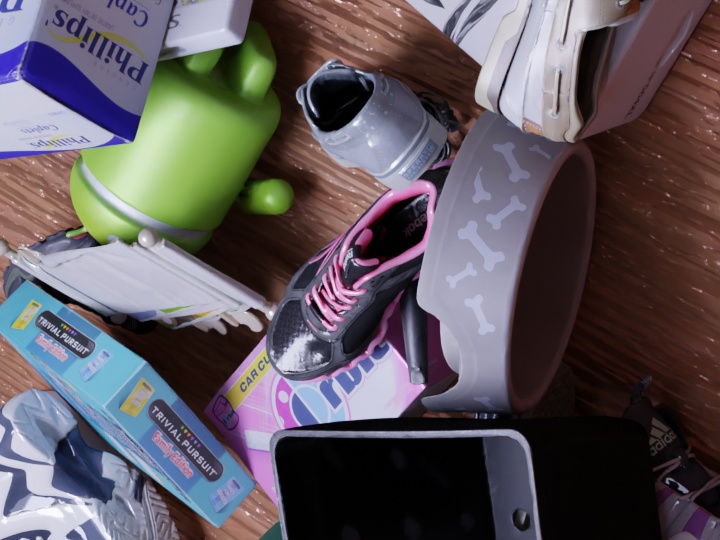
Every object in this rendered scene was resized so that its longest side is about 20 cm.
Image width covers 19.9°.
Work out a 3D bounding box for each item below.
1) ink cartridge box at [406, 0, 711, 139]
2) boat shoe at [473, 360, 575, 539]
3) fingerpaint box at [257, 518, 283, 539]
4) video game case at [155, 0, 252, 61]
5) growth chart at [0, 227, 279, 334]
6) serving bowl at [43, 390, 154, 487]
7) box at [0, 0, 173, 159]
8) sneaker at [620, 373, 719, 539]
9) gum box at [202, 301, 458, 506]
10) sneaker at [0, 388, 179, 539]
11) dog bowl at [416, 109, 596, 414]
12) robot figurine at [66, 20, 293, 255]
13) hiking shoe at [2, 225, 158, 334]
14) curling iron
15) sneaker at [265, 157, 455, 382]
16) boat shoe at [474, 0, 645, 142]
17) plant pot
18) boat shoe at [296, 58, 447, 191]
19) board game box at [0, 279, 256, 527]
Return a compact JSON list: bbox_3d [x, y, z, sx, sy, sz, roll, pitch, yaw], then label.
[{"bbox_3d":[0.113,-0.200,1.271,0.200,0.084,0.147,42,127,20],"label":"ink cartridge box"},{"bbox_3d":[0.106,0.149,1.413,0.062,0.074,0.202,16,111,41],"label":"boat shoe"},{"bbox_3d":[-0.006,0.234,1.432,0.073,0.167,0.201,29,142,28],"label":"fingerpaint box"},{"bbox_3d":[-0.131,-0.236,1.423,0.181,0.023,0.201,-6,63,40],"label":"video game case"},{"bbox_3d":[-0.159,0.011,1.486,0.199,0.144,0.018,-4,59,46],"label":"growth chart"},{"bbox_3d":[-0.260,0.206,1.735,0.199,0.066,0.202,14,113,35],"label":"serving bowl"},{"bbox_3d":[-0.224,-0.188,1.392,0.183,0.105,0.201,-4,66,42],"label":"box"},{"bbox_3d":[0.205,0.134,1.320,0.199,0.078,0.141,0,106,39],"label":"sneaker"},{"bbox_3d":[-0.021,0.087,1.495,0.114,0.066,0.200,50,129,12],"label":"gum box"},{"bbox_3d":[-0.242,0.200,1.644,0.199,0.080,0.129,44,128,-15],"label":"sneaker"},{"bbox_3d":[0.096,-0.001,1.291,0.058,0.200,0.202,13,114,19],"label":"dog bowl"},{"bbox_3d":[-0.134,-0.091,1.477,0.201,0.175,0.116,-57,28,21],"label":"robot figurine"},{"bbox_3d":[-0.206,0.011,1.613,0.199,0.076,0.101,-28,84,41],"label":"hiking shoe"},{"bbox_3d":[0.039,-0.023,1.394,0.049,0.025,0.202,1,87,46],"label":"curling iron"},{"bbox_3d":[0.000,0.000,1.350,0.200,0.095,0.079,-45,76,20],"label":"sneaker"},{"bbox_3d":[0.131,-0.166,1.172,0.068,0.075,0.201,32,128,18],"label":"boat shoe"},{"bbox_3d":[0.085,0.176,1.274,0.198,0.177,0.202,-4,98,40],"label":"plant pot"},{"bbox_3d":[-0.002,-0.108,1.349,0.071,0.201,0.070,41,90,-20],"label":"boat shoe"},{"bbox_3d":[-0.182,0.098,1.555,0.200,0.047,0.151,27,160,51],"label":"board game box"}]
